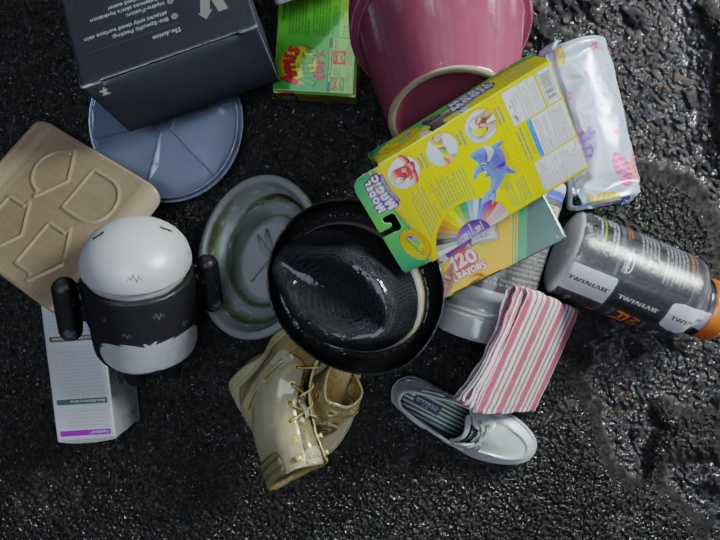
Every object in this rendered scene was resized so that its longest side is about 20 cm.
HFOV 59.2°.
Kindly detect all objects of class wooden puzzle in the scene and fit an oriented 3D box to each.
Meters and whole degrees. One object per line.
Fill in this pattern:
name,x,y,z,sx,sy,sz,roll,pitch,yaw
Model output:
wooden puzzle,-0.369,-0.065,0.775,0.200,0.046,0.186,31,76,13

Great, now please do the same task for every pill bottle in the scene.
pill bottle,0.330,0.013,0.750,0.199,0.106,0.107,22,96,2
pill bottle,0.161,-0.018,0.753,0.113,0.114,0.201,15,95,2

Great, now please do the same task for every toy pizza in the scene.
toy pizza,-0.244,-0.186,0.803,0.199,0.032,0.201,0,94,4

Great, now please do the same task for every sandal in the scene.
sandal,-0.030,0.147,0.799,0.077,0.070,0.212,25,96,1

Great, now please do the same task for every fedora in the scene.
fedora,-0.018,0.018,0.640,0.200,0.092,0.202,0,91,17

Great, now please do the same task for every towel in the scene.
towel,0.189,0.095,0.739,0.030,0.200,0.147,28,97,36

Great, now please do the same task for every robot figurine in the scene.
robot figurine,-0.249,0.034,0.724,0.124,0.150,0.201,20,127,20

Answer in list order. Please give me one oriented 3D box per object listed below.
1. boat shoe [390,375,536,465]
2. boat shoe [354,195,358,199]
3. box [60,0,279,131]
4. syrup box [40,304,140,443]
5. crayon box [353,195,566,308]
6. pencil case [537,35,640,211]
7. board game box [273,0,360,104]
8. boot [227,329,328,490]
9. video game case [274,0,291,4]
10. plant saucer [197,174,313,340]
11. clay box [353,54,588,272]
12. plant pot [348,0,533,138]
boat shoe,0.129,0.198,0.796,0.199,0.067,0.074,21,96,1
boat shoe,0.000,0.000,0.770,0.074,0.068,0.201,3,84,2
box,-0.220,-0.296,0.722,0.196,0.117,0.201,-18,77,1
syrup box,-0.342,0.109,0.809,0.081,0.079,0.201,-4,95,4
crayon box,0.101,-0.041,0.681,0.200,0.058,0.119,-28,84,16
pencil case,0.264,-0.170,0.750,0.090,0.083,0.201,-14,93,-17
board game box,-0.047,-0.311,0.773,0.101,0.048,0.201,4,94,3
boot,-0.069,0.152,0.748,0.200,0.073,0.156,-41,57,26
video game case,-0.035,-0.411,0.731,0.199,0.024,0.183,-21,73,-6
plant saucer,-0.116,-0.014,0.777,0.200,0.050,0.201,-7,77,34
clay box,0.098,-0.095,0.588,0.200,0.048,0.115,-30,118,4
plant pot,0.087,-0.225,0.667,0.199,0.200,0.180,-3,58,3
